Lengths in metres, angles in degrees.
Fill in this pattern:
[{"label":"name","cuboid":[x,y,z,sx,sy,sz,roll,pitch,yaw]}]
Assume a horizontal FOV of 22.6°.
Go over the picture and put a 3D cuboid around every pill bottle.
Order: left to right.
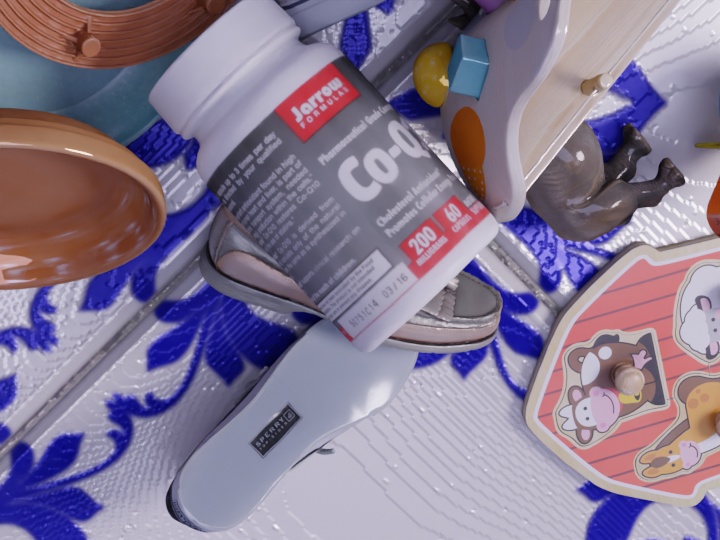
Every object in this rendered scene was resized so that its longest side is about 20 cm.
[{"label":"pill bottle","cuboid":[-0.024,-0.060,1.066,0.114,0.114,0.200,-43,90,6]}]

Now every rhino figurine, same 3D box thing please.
[{"label":"rhino figurine","cuboid":[0.111,-0.101,1.139,0.087,0.060,0.200,-42,107,2]}]

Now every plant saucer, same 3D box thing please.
[{"label":"plant saucer","cuboid":[-0.215,-0.043,1.064,0.199,0.200,0.038,-2,66,-8]},{"label":"plant saucer","cuboid":[-0.181,-0.154,1.058,0.199,0.036,0.201,-19,128,-25]}]

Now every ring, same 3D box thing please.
[{"label":"ring","cuboid":[-0.130,-0.206,1.024,0.200,0.019,0.201,-20,129,-26]}]

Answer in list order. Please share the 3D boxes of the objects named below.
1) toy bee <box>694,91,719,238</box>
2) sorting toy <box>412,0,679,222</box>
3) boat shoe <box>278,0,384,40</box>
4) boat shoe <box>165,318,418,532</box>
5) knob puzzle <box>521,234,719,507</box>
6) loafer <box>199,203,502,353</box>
[{"label":"toy bee","cuboid":[0.287,-0.097,1.142,0.109,0.131,0.200,32,90,-41]},{"label":"sorting toy","cuboid":[0.120,-0.149,1.021,0.107,0.180,0.200,40,76,-1]},{"label":"boat shoe","cuboid":[0.032,-0.205,1.073,0.199,0.074,0.067,-24,102,13]},{"label":"boat shoe","cuboid":[-0.046,0.096,1.173,0.074,0.068,0.199,46,72,-8]},{"label":"knob puzzle","cuboid":[0.208,0.076,1.225,0.218,0.030,0.221,-3,109,-7]},{"label":"loafer","cuboid":[0.000,0.000,1.142,0.199,0.072,0.063,13,128,-9]}]
